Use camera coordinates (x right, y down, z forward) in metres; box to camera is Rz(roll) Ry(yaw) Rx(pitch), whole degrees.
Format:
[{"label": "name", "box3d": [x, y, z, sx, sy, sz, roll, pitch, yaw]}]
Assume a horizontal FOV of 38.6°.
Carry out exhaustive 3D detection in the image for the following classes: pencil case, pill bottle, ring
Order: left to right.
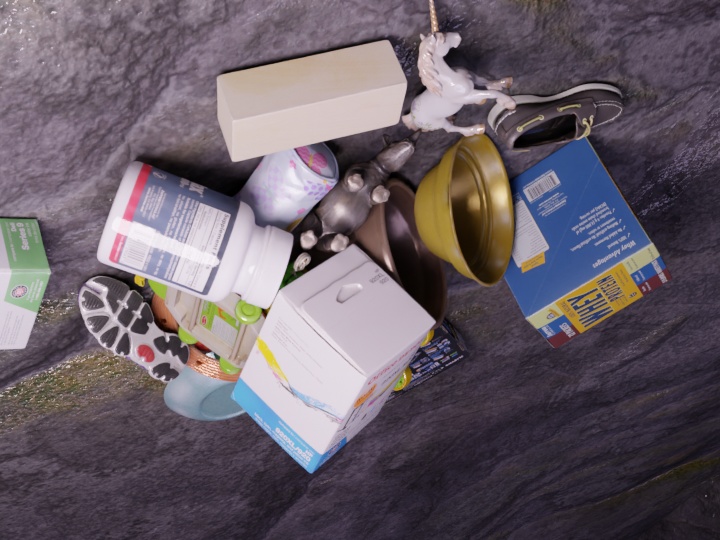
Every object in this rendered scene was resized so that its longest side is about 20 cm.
[{"label": "pill bottle", "box3d": [-0.182, -0.033, 1.152, 0.198, 0.120, 0.120, 21, 134, -12]}, {"label": "ring", "box3d": [-0.185, 0.072, 1.385, 0.198, 0.019, 0.202, 8, 129, 9]}, {"label": "pencil case", "box3d": [-0.113, -0.080, 1.236, 0.200, 0.091, 0.083, -43, 166, 29]}]

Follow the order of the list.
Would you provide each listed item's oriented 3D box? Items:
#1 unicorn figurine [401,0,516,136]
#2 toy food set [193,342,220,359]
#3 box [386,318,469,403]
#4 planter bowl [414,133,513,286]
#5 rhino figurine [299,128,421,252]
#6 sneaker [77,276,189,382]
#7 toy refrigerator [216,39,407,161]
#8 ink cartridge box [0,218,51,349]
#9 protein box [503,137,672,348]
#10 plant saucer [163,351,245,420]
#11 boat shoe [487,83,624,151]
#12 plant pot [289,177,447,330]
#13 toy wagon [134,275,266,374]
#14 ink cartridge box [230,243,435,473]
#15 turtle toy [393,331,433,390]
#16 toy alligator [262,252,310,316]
[{"label": "unicorn figurine", "box3d": [0.107, -0.211, 1.195, 0.136, 0.075, 0.201, 5, 145, -22]}, {"label": "toy food set", "box3d": [-0.140, 0.067, 1.466, 0.196, 0.049, 0.201, 0, 141, -33]}, {"label": "box", "box3d": [0.063, 0.141, 1.710, 0.199, 0.050, 0.198, -31, 147, 10]}, {"label": "planter bowl", "box3d": [0.126, -0.077, 1.347, 0.083, 0.203, 0.200, -6, 159, 31]}, {"label": "rhino figurine", "box3d": [0.003, -0.098, 1.228, 0.200, 0.060, 0.087, -48, -171, 0]}, {"label": "sneaker", "box3d": [-0.310, 0.081, 1.348, 0.081, 0.083, 0.201, -58, 139, -23]}, {"label": "toy refrigerator", "box3d": [-0.055, -0.189, 1.131, 0.197, 0.071, 0.076, -15, 154, -14]}, {"label": "ink cartridge box", "box3d": [-0.463, 0.017, 1.139, 0.198, 0.088, 0.146, -2, 142, -34]}, {"label": "protein box", "box3d": [0.295, -0.039, 1.457, 0.197, 0.202, 0.135, -32, 148, 13]}, {"label": "plant saucer", "box3d": [-0.206, 0.187, 1.606, 0.199, 0.039, 0.202, -17, 147, -12]}, {"label": "boat shoe", "box3d": [0.264, -0.194, 1.342, 0.199, 0.061, 0.072, -12, 146, -20]}, {"label": "plant pot", "box3d": [0.000, 0.000, 1.356, 0.173, 0.203, 0.200, -18, 153, 24]}, {"label": "toy wagon", "box3d": [-0.197, 0.050, 1.306, 0.040, 0.199, 0.156, -51, 174, -34]}, {"label": "ink cartridge box", "box3d": [-0.034, 0.104, 1.227, 0.147, 0.144, 0.201, -34, 160, -44]}, {"label": "turtle toy", "box3d": [0.013, 0.131, 1.453, 0.145, 0.100, 0.202, -16, 135, -64]}, {"label": "toy alligator", "box3d": [-0.094, 0.013, 1.256, 0.059, 0.054, 0.201, -40, 166, -24]}]
